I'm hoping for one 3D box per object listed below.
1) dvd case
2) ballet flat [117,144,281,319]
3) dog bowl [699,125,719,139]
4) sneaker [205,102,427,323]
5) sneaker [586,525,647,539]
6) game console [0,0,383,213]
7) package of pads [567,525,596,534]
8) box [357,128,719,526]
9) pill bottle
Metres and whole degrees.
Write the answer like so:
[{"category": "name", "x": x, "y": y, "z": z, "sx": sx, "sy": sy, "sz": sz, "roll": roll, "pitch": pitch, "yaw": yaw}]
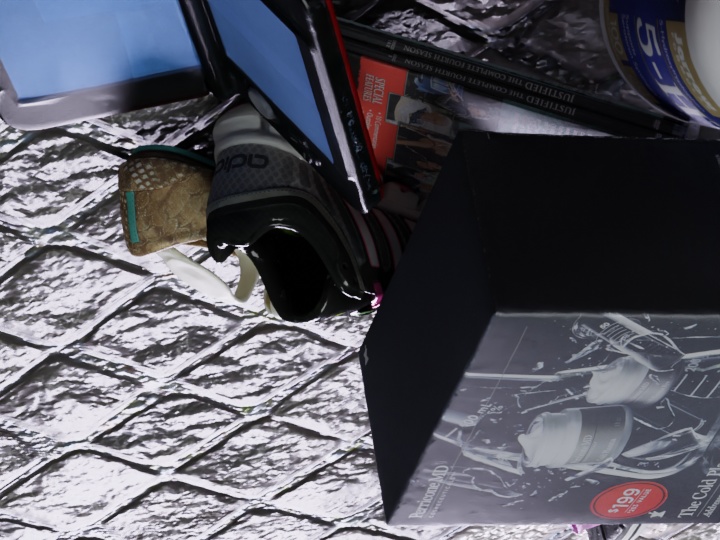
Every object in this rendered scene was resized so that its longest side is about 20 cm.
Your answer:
[{"category": "dvd case", "x": 0.056, "y": -0.058, "z": 1.461, "sx": 0.199, "sy": 0.022, "sz": 0.146, "roll": 18, "pitch": 152, "yaw": 6}, {"category": "ballet flat", "x": -0.051, "y": -0.010, "z": 1.542, "sx": 0.199, "sy": 0.066, "sz": 0.070, "roll": 18, "pitch": 164, "yaw": -39}, {"category": "dog bowl", "x": 0.268, "y": -0.023, "z": 1.530, "sx": 0.079, "sy": 0.201, "sz": 0.200, "roll": -33, "pitch": 145, "yaw": 27}, {"category": "sneaker", "x": 0.000, "y": 0.000, "z": 1.482, "sx": 0.199, "sy": 0.088, "sz": 0.074, "roll": 32, "pitch": 150, "yaw": -22}, {"category": "sneaker", "x": 0.218, "y": 0.117, "z": 1.870, "sx": 0.115, "sy": 0.076, "sz": 0.201, "roll": 0, "pitch": 145, "yaw": -20}, {"category": "game console", "x": -0.094, "y": -0.097, "z": 1.341, "sx": 0.119, "sy": 0.172, "sz": 0.200, "roll": -38, "pitch": 153, "yaw": -11}, {"category": "package of pads", "x": 0.199, "y": 0.069, "z": 1.732, "sx": 0.199, "sy": 0.076, "sz": 0.121, "roll": -17, "pitch": 108, "yaw": 5}, {"category": "box", "x": 0.113, "y": 0.032, "z": 1.402, "sx": 0.181, "sy": 0.105, "sz": 0.200, "roll": 1, "pitch": 146, "yaw": -15}, {"category": "pill bottle", "x": 0.193, "y": -0.118, "z": 1.325, "sx": 0.119, "sy": 0.121, "sz": 0.200, "roll": -7, "pitch": -172, "yaw": -12}]
